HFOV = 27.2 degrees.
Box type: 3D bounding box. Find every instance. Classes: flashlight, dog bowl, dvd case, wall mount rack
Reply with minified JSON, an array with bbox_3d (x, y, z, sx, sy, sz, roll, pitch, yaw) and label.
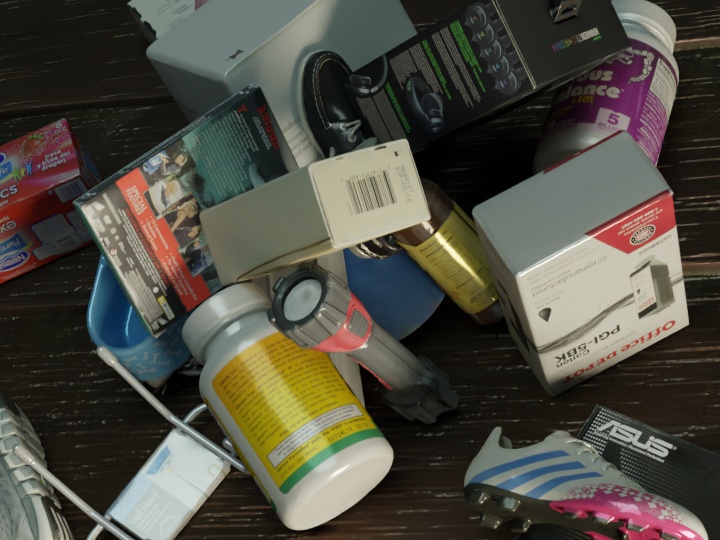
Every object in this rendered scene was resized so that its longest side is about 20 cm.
[{"bbox_3d":[0.002,0.068,1.264,0.068,0.200,0.068,-35,47,12],"label":"flashlight"},{"bbox_3d":[-0.197,0.001,1.403,0.111,0.050,0.201,1,70,27],"label":"dog bowl"},{"bbox_3d":[-0.141,-0.055,1.335,0.200,0.146,0.022,-37,29,-19],"label":"dvd case"},{"bbox_3d":[-0.199,0.170,1.326,0.174,0.075,0.200,31,68,19],"label":"wall mount rack"}]

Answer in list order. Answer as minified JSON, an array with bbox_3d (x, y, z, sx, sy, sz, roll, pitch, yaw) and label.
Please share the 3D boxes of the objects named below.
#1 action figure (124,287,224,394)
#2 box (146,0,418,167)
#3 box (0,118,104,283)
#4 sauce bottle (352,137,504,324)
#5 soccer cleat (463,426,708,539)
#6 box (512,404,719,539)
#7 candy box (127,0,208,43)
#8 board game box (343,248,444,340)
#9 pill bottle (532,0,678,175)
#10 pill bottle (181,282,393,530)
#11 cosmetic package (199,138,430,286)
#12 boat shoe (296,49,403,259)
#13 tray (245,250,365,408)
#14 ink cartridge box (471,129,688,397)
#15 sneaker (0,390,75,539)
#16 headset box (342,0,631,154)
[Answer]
[{"bbox_3d":[-0.161,0.032,1.441,0.130,0.069,0.200,16,72,22],"label":"action figure"},{"bbox_3d":[-0.064,-0.196,1.475,0.200,0.171,0.199,-41,31,-14],"label":"box"},{"bbox_3d":[-0.371,-0.061,1.564,0.200,0.100,0.096,-24,50,1],"label":"box"},{"bbox_3d":[0.065,-0.037,1.329,0.065,0.200,0.065,-38,20,16],"label":"sauce bottle"},{"bbox_3d":[0.176,0.166,1.154,0.200,0.070,0.086,8,56,28],"label":"soccer cleat"},{"bbox_3d":[0.228,0.223,1.166,0.200,0.048,0.193,23,66,32],"label":"box"},{"bbox_3d":[-0.156,-0.271,1.674,0.136,0.061,0.200,-35,51,-8],"label":"candy box"},{"bbox_3d":[0.000,0.000,1.426,0.158,0.039,0.200,-14,58,8],"label":"board game box"},{"bbox_3d":[0.239,-0.160,1.414,0.112,0.112,0.200,6,56,23],"label":"pill bottle"},{"bbox_3d":[-0.069,0.112,1.283,0.113,0.113,0.200,-34,67,-7],"label":"pill bottle"},{"bbox_3d":[-0.042,-0.046,1.258,0.103,0.073,0.200,-18,-1,-32],"label":"cosmetic package"},{"bbox_3d":[-0.002,-0.107,1.362,0.074,0.201,0.060,-17,7,-29],"label":"boat shoe"},{"bbox_3d":[-0.061,0.050,1.373,0.107,0.022,0.201,-14,69,16],"label":"tray"},{"bbox_3d":[0.190,-0.001,1.252,0.147,0.200,0.083,-28,53,-2],"label":"ink cartridge box"},{"bbox_3d":[-0.345,0.206,1.368,0.115,0.075,0.200,-30,51,-1],"label":"sneaker"},{"bbox_3d":[0.118,-0.188,1.326,0.200,0.093,0.174,-24,2,44],"label":"headset box"}]
